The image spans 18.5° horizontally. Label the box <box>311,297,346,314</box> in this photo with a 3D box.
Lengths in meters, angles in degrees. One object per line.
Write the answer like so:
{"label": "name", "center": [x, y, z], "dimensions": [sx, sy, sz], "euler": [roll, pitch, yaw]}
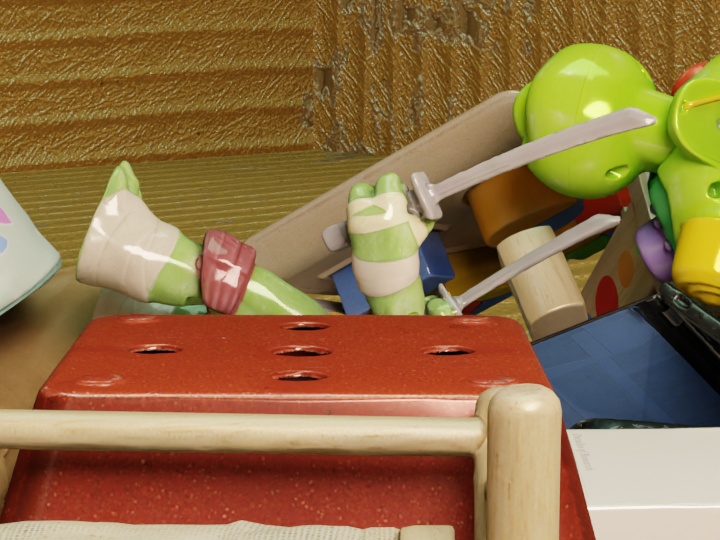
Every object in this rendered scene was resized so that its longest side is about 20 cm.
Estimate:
{"label": "box", "center": [0.011, 0.066, 1.106], "dimensions": [0.156, 0.041, 0.200], "euler": [38, 18, 36]}

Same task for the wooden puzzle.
{"label": "wooden puzzle", "center": [0.065, -0.018, 1.130], "dimensions": [0.185, 0.046, 0.200], "euler": [-29, -22, 27]}

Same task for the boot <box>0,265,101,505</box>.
{"label": "boot", "center": [-0.190, 0.084, 0.893], "dimensions": [0.175, 0.066, 0.200], "euler": [-18, 22, 19]}

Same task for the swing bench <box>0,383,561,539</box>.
{"label": "swing bench", "center": [-0.058, 0.123, 0.485], "dimensions": [0.199, 0.200, 0.130], "euler": [1, -3, 2]}

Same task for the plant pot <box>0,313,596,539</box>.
{"label": "plant pot", "center": [-0.017, 0.107, 0.639], "dimensions": [0.200, 0.176, 0.200], "euler": [0, 7, 0]}

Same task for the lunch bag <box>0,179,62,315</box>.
{"label": "lunch bag", "center": [-0.218, 0.022, 0.871], "dimensions": [0.200, 0.077, 0.160], "euler": [-39, 11, -17]}

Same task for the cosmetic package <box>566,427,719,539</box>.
{"label": "cosmetic package", "center": [0.082, 0.118, 0.778], "dimensions": [0.200, 0.113, 0.081], "euler": [1, 16, -3]}

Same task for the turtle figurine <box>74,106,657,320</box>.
{"label": "turtle figurine", "center": [0.000, 0.000, 0.864], "dimensions": [0.194, 0.200, 0.144], "euler": [19, 12, 6]}

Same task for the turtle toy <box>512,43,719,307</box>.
{"label": "turtle toy", "center": [0.164, -0.044, 0.969], "dimensions": [0.200, 0.146, 0.101], "euler": [22, -16, -19]}

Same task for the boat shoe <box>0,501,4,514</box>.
{"label": "boat shoe", "center": [-0.145, 0.122, 0.926], "dimensions": [0.071, 0.070, 0.200], "euler": [-1, 8, -5]}

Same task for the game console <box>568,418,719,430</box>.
{"label": "game console", "center": [0.196, 0.108, 0.898], "dimensions": [0.200, 0.172, 0.119], "euler": [3, 34, 21]}

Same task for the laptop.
{"label": "laptop", "center": [0.153, 0.100, 0.966], "dimensions": [0.200, 0.116, 0.187], "euler": [39, 0, 41]}

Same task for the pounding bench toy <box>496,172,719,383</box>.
{"label": "pounding bench toy", "center": [0.143, 0.039, 1.082], "dimensions": [0.200, 0.124, 0.156], "euler": [1, -36, -18]}
